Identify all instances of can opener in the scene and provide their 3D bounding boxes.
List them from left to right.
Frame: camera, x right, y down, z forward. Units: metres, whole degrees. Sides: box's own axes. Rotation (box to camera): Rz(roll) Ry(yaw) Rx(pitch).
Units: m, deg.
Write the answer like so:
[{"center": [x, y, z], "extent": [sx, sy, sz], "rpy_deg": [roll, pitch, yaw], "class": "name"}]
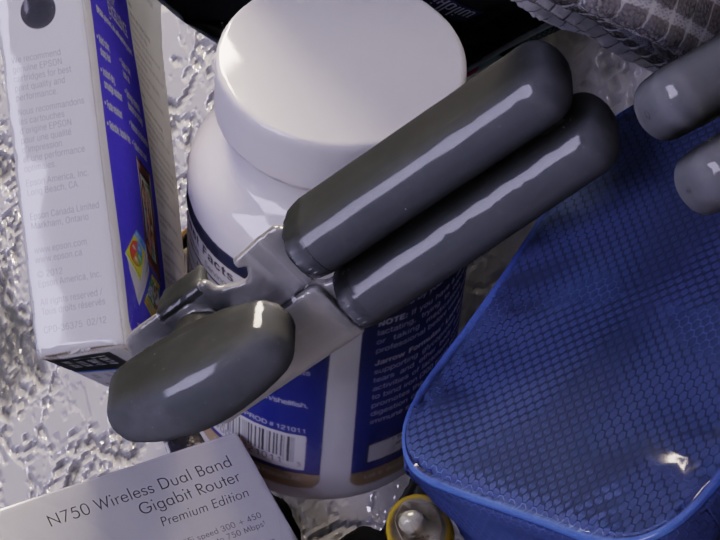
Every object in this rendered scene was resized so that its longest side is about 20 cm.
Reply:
[{"center": [0.000, 0.000, 0.709], "extent": [0.199, 0.053, 0.067], "rpy_deg": [-36, 30, 20], "class": "can opener"}, {"center": [0.171, -0.078, 0.667], "extent": [0.053, 0.199, 0.066], "rpy_deg": [59, 156, 2], "class": "can opener"}]

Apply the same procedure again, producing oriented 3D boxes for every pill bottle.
[{"center": [-0.013, -0.010, 0.829], "extent": [0.116, 0.115, 0.201], "rpy_deg": [53, 153, 34], "class": "pill bottle"}]

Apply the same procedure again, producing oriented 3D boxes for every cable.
[{"center": [0.021, 0.119, 0.779], "extent": [0.050, 0.200, 0.098], "rpy_deg": [17, 97, 13], "class": "cable"}]

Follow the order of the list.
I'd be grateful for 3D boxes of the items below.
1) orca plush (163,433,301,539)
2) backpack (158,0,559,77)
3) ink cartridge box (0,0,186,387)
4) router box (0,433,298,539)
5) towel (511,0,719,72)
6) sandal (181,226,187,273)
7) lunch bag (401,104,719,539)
[{"center": [-0.026, 0.141, 0.938], "extent": [0.106, 0.071, 0.201], "rpy_deg": [78, 167, -55], "class": "orca plush"}, {"center": [0.006, -0.161, 0.841], "extent": [0.200, 0.177, 0.152], "rpy_deg": [-32, 39, 47], "class": "backpack"}, {"center": [-0.107, -0.055, 0.858], "extent": [0.043, 0.198, 0.202], "rpy_deg": [-6, 82, 3], "class": "ink cartridge box"}, {"center": [-0.097, 0.170, 0.770], "extent": [0.180, 0.199, 0.049], "rpy_deg": [57, 147, 28], "class": "router box"}, {"center": [0.126, -0.148, 0.698], "extent": [0.085, 0.199, 0.167], "rpy_deg": [24, 97, 33], "class": "towel"}, {"center": [-0.063, 0.006, 0.976], "extent": [0.200, 0.054, 0.081], "rpy_deg": [-39, 60, 36], "class": "sandal"}, {"center": [0.119, 0.055, 0.699], "extent": [0.135, 0.132, 0.201], "rpy_deg": [18, 65, 48], "class": "lunch bag"}]
